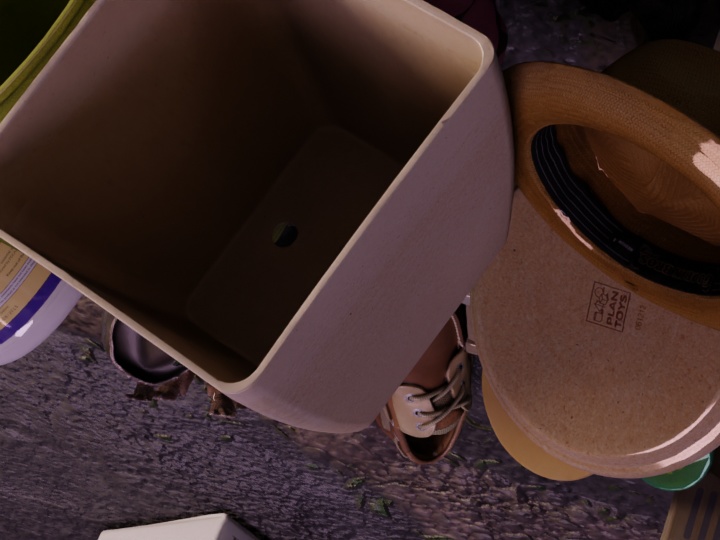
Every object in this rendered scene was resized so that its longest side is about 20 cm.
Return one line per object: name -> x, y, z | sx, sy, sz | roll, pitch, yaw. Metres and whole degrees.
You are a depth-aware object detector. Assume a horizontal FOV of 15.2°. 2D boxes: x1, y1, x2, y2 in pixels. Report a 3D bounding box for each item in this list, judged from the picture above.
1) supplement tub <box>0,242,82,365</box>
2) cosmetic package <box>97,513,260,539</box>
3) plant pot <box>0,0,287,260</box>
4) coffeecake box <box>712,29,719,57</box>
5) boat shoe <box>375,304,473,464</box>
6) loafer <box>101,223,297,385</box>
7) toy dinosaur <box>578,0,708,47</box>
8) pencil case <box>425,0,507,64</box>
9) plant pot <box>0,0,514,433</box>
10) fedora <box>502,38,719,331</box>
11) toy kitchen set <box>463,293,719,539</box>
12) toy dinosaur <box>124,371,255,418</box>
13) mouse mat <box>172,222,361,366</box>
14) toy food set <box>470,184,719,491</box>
supplement tub -> -0.266, -0.049, 1.659 | 0.200, 0.146, 0.145 | 37, 148, -27
cosmetic package -> -0.137, 0.324, 2.164 | 0.165, 0.200, 0.165 | -12, 138, 46
plant pot -> -0.137, -0.078, 1.456 | 0.200, 0.201, 0.193 | -14, 134, 46
coffeecake box -> 0.290, -0.079, 1.318 | 0.200, 0.073, 0.154 | 6, 146, 26
boat shoe -> 0.043, 0.066, 1.705 | 0.074, 0.076, 0.200 | 59, 170, 19
loafer -> -0.086, 0.005, 1.563 | 0.073, 0.071, 0.200 | 28, 125, -22
toy dinosaur -> 0.137, -0.138, 1.327 | 0.088, 0.047, 0.200 | 32, 146, 23
pencil case -> 0.005, -0.163, 1.350 | 0.093, 0.091, 0.200 | -21, 140, 8
plant pot -> -0.037, -0.034, 1.322 | 0.200, 0.200, 0.177 | 32, 172, 30
fedora -> 0.153, -0.054, 1.300 | 0.200, 0.082, 0.201 | 35, 161, 14
toy kitchen set -> 0.141, 0.067, 1.559 | 0.200, 0.181, 0.163 | 14, 150, 12
toy dinosaur -> -0.097, 0.021, 1.731 | 0.086, 0.136, 0.200 | 8, 180, 13
mouse mat -> 0.000, 0.000, 1.532 | 0.161, 0.200, 0.008 | -36, 79, 35
toy food set -> 0.148, 0.021, 1.486 | 0.198, 0.201, 0.049 | -1, -179, 35
